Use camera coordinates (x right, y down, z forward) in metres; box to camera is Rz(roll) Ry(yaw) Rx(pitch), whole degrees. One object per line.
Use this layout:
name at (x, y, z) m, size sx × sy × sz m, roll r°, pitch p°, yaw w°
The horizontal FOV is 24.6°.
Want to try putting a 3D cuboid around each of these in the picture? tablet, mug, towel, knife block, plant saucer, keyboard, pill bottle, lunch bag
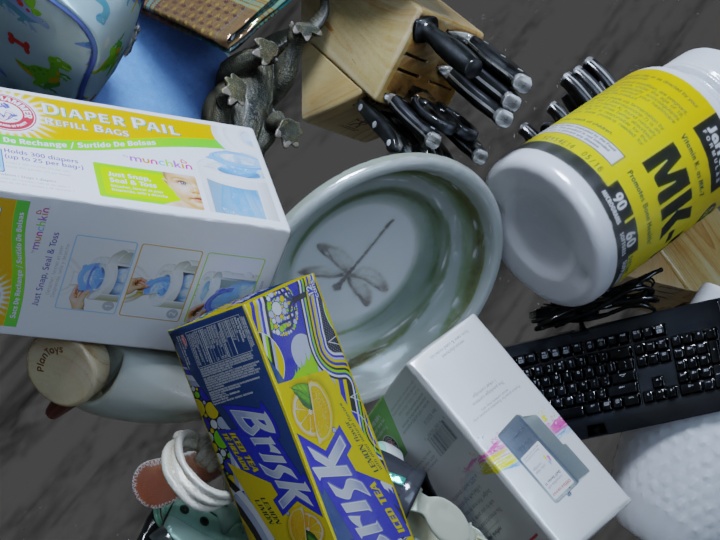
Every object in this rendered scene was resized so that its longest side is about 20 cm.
tablet at (-0.160, -0.095, 1.126) m, size 0.200 × 0.014 × 0.130 m, roll -41°, pitch 93°, yaw -27°
mug at (0.274, 0.131, 1.179) m, size 0.199 × 0.147 × 0.176 m, roll 30°, pitch 92°, yaw -45°
towel at (-0.076, -0.234, 1.158) m, size 0.146 × 0.022 × 0.200 m, roll 27°, pitch 59°, yaw 32°
knife block at (0.038, -0.163, 1.132) m, size 0.064 × 0.175 × 0.202 m, roll 15°, pitch 66°, yaw -41°
plant saucer at (0.000, 0.000, 1.099) m, size 0.199 × 0.201 × 0.050 m, roll -13°, pitch 41°, yaw -26°
keyboard at (0.150, 0.060, 1.127) m, size 0.040 × 0.198 × 0.105 m, roll 26°, pitch 53°, yaw -60°
pill bottle at (0.189, -0.070, 1.142) m, size 0.199 × 0.114 × 0.115 m, roll -34°, pitch 89°, yaw -30°
lunch bag at (-0.233, -0.189, 1.033) m, size 0.199 × 0.161 × 0.083 m, roll 33°, pitch 64°, yaw -3°
knife block at (0.216, -0.062, 1.254) m, size 0.198 × 0.064 × 0.177 m, roll 12°, pitch 70°, yaw -20°

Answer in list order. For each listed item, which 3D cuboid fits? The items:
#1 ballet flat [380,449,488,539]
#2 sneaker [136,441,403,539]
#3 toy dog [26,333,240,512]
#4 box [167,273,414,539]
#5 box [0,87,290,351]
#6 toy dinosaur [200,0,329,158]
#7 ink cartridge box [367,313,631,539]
ballet flat at (0.046, 0.177, 1.042) m, size 0.073 × 0.073 × 0.200 m, roll -64°, pitch 145°, yaw -25°
sneaker at (-0.063, 0.153, 1.057) m, size 0.118 × 0.074 × 0.200 m, roll 49°, pitch 63°, yaw -8°
toy dog at (-0.126, 0.094, 1.026) m, size 0.200 × 0.097 × 0.131 m, roll 45°, pitch 35°, yaw 21°
box at (-0.032, 0.111, 0.938) m, size 0.070 × 0.064 × 0.202 m, roll -24°, pitch 95°, yaw -52°
box at (-0.158, -0.029, 0.984) m, size 0.198 × 0.102 × 0.113 m, roll 7°, pitch 36°, yaw -25°
toy dinosaur at (-0.077, -0.116, 1.112) m, size 0.076 × 0.102 × 0.202 m, roll 22°, pitch 64°, yaw -26°
ink cartridge box at (0.099, 0.143, 1.089) m, size 0.067 × 0.117 × 0.200 m, roll -33°, pitch 77°, yaw -30°
